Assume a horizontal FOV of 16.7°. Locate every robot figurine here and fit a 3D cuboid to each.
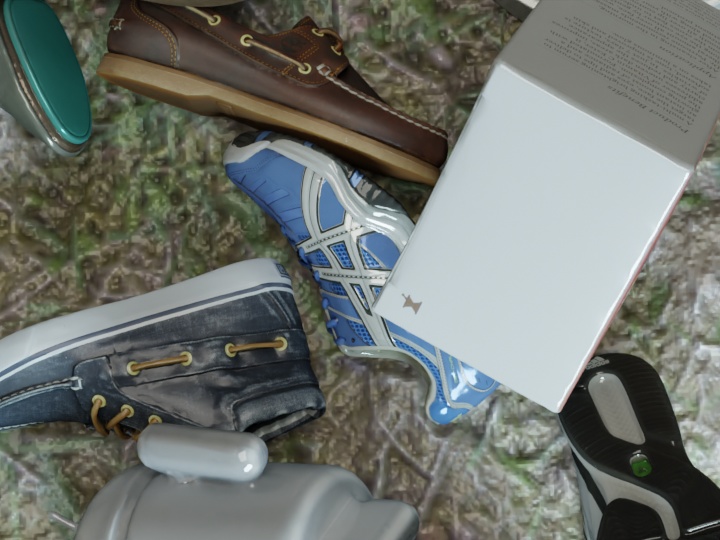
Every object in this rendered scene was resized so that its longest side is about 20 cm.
[{"bbox_3d":[-0.064,0.154,1.248,0.199,0.113,0.170,0,114,27],"label":"robot figurine"}]

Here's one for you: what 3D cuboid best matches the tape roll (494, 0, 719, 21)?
[{"bbox_3d":[0.142,-0.225,1.362,0.202,0.037,0.204,0,81,0],"label":"tape roll"}]

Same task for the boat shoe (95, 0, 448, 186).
[{"bbox_3d":[-0.042,-0.106,1.327,0.199,0.070,0.071,21,83,4],"label":"boat shoe"}]

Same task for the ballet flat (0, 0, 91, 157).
[{"bbox_3d":[-0.204,-0.147,1.347,0.063,0.067,0.201,-24,80,24],"label":"ballet flat"}]

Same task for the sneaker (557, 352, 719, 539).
[{"bbox_3d":[0.155,0.149,1.250,0.075,0.116,0.201,-15,48,3],"label":"sneaker"}]

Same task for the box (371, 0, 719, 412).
[{"bbox_3d":[0.106,-0.052,1.229,0.106,0.200,0.153,29,120,4],"label":"box"}]

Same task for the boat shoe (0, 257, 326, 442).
[{"bbox_3d":[-0.120,0.067,1.294,0.199,0.071,0.091,-20,73,-3],"label":"boat shoe"}]

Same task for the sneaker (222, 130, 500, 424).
[{"bbox_3d":[0.000,0.000,1.307,0.200,0.076,0.077,39,85,11],"label":"sneaker"}]

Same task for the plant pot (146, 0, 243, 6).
[{"bbox_3d":[-0.094,-0.237,1.277,0.199,0.200,0.176,7,78,2],"label":"plant pot"}]
